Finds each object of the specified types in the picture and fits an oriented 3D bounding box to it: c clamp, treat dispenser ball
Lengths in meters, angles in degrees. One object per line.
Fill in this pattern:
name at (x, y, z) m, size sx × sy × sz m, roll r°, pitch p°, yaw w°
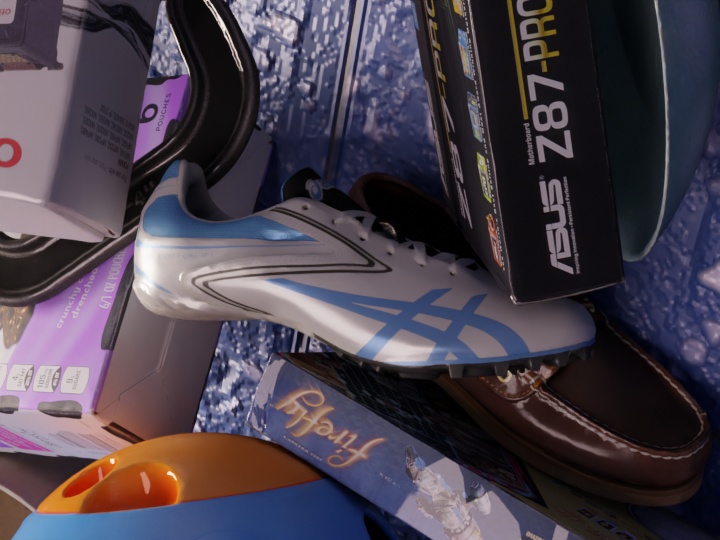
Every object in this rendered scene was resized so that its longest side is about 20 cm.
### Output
c clamp at (-0.121, -0.085, 0.817) m, size 0.199 × 0.027 × 0.172 m, roll -38°, pitch 62°, yaw 13°
treat dispenser ball at (-0.065, 0.169, 0.747) m, size 0.199 × 0.200 × 0.203 m, roll 15°, pitch 117°, yaw 31°

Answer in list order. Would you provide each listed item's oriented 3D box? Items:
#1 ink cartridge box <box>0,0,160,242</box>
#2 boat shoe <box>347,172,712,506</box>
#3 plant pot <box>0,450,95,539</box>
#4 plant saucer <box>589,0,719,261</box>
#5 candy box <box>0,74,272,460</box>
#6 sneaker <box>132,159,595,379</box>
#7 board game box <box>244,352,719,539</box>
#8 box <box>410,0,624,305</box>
ink cartridge box at (-0.166, -0.124, 0.764) m, size 0.143 × 0.084 × 0.202 m, roll 7°, pitch 83°, yaw 14°
boat shoe at (0.066, 0.027, 0.771) m, size 0.199 × 0.070 × 0.071 m, roll 30°, pitch 128°, yaw 23°
plant pot at (-0.148, 0.169, 0.949) m, size 0.199 × 0.134 × 0.202 m, roll 15°, pitch 118°, yaw 31°
plant saucer at (0.096, -0.106, 0.658) m, size 0.038 × 0.201 × 0.203 m, roll -12°, pitch 106°, yaw -5°
candy box at (-0.157, 0.000, 0.866) m, size 0.198 × 0.071 × 0.169 m, roll -1°, pitch 66°, yaw 36°
sneaker at (0.000, 0.000, 0.723) m, size 0.198 × 0.072 × 0.073 m, roll 12°, pitch 97°, yaw 15°
board game box at (0.063, 0.096, 0.762) m, size 0.199 × 0.135 × 0.035 m, roll 30°, pitch 100°, yaw 23°
box at (0.050, -0.105, 0.677) m, size 0.049 × 0.161 × 0.202 m, roll -11°, pitch 105°, yaw -2°
